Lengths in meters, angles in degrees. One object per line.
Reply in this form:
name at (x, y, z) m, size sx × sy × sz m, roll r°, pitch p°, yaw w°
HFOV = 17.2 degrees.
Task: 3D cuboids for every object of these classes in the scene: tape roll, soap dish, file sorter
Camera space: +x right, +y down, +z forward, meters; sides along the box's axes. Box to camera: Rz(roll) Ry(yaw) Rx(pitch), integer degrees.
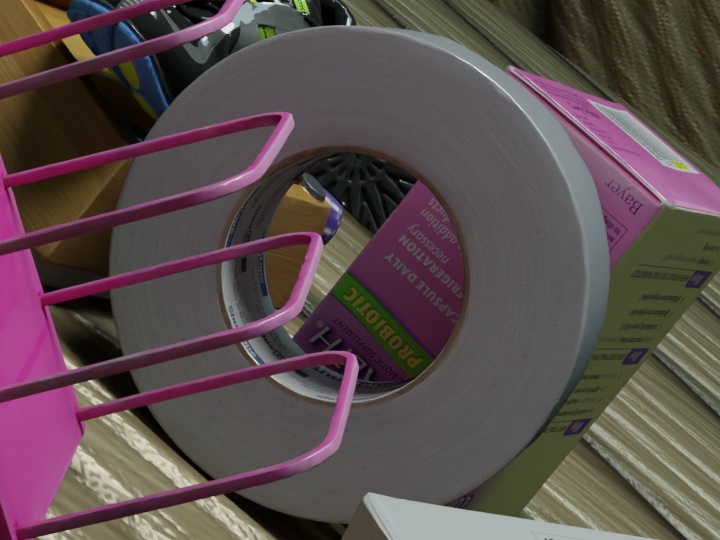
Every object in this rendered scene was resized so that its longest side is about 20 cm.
tape roll at (0.000, 0.000, 0.980) m, size 0.200 × 0.201 × 0.066 m, roll 40°, pitch 13°, yaw 7°
soap dish at (-0.113, -0.060, 1.109) m, size 0.158 × 0.081 × 0.200 m, roll 53°, pitch 20°, yaw 26°
file sorter at (-0.086, -0.029, 0.801) m, size 0.139 × 0.125 × 0.201 m, roll -79°, pitch 154°, yaw -75°

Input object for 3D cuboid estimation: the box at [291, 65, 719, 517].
box at (0.068, 0.019, 1.100) m, size 0.097 × 0.200 × 0.176 m, roll 42°, pitch 14°, yaw 18°

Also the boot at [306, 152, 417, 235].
boot at (-0.029, -0.095, 1.306) m, size 0.164 × 0.066 × 0.200 m, roll 32°, pitch 8°, yaw -26°

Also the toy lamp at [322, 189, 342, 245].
toy lamp at (-0.093, -0.065, 1.282) m, size 0.199 × 0.058 × 0.058 m, roll 27°, pitch 17°, yaw -33°

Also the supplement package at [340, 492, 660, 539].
supplement package at (0.078, 0.161, 0.730) m, size 0.199 × 0.122 × 0.120 m, roll 12°, pitch 26°, yaw -33°

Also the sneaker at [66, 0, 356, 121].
sneaker at (-0.062, -0.110, 1.060) m, size 0.071 × 0.083 × 0.199 m, roll 49°, pitch 18°, yaw 16°
